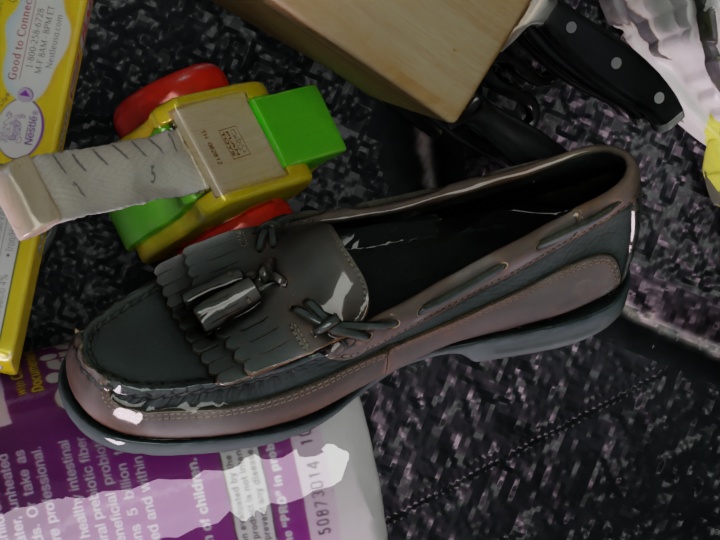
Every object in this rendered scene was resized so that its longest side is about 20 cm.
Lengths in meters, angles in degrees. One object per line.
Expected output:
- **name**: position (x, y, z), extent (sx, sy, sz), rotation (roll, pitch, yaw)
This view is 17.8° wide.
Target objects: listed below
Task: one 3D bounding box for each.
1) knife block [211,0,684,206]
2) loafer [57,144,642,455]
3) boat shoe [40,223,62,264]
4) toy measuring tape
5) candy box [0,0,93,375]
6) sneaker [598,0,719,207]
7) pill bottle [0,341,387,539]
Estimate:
- **knife block**: position (0.016, -0.092, 0.751), extent (0.176, 0.200, 0.064), rotation (30, 87, 17)
- **loafer**: position (0.000, 0.000, 0.725), extent (0.200, 0.072, 0.063), rotation (-15, 141, -26)
- **boat shoe**: position (-0.194, 0.004, 0.769), extent (0.201, 0.063, 0.074), rotation (-24, 100, -8)
- **toy measuring tape**: position (-0.071, -0.026, 0.745), extent (0.074, 0.200, 0.074), rotation (6, 103, 27)
- **candy box**: position (-0.142, -0.070, 0.748), extent (0.102, 0.026, 0.200), rotation (9, 72, 2)
- **sneaker**: position (0.151, -0.082, 0.836), extent (0.085, 0.074, 0.200), rotation (-31, 105, -22)
- **pill bottle**: position (-0.100, 0.080, 0.768), extent (0.200, 0.112, 0.112), rotation (-13, 97, -11)
